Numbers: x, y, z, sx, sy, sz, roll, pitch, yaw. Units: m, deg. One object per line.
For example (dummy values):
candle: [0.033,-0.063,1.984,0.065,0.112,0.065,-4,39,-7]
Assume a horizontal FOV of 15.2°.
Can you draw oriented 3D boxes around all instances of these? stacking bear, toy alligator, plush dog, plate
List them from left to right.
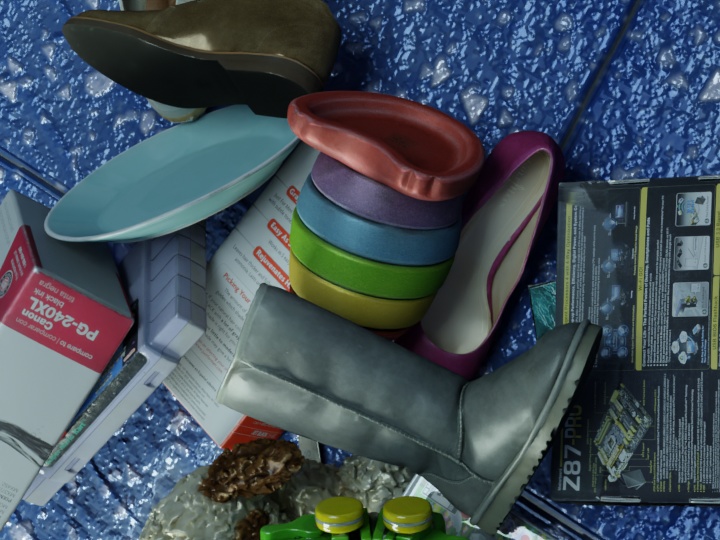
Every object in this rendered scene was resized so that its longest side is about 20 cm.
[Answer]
plate: [-0.117,-0.061,1.807,0.200,0.200,0.026,-15,111,27]
plush dog: [-0.076,0.174,1.732,0.160,0.172,0.200,32,99,30]
toy alligator: [-0.017,0.166,1.649,0.199,0.054,0.060,-1,109,7]
stacking bear: [0.000,0.000,1.694,0.121,0.114,0.201,28,115,23]

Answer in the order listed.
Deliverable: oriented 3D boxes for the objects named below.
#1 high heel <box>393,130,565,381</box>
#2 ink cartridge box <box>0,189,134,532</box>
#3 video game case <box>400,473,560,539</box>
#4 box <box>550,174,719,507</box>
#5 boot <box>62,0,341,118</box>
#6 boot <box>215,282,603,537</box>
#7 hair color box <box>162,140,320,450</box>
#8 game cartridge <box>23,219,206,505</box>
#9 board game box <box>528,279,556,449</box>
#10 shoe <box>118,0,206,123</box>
high heel: [0.075,0.005,1.714,0.067,0.096,0.200,29,90,-5]
ink cartridge box: [-0.246,0.068,1.822,0.200,0.083,0.145,-56,24,12]
video game case: [0.087,0.229,1.679,0.200,0.018,0.143,33,94,12]
box: [0.196,0.044,1.635,0.161,0.049,0.201,-3,82,29]
boot: [-0.104,-0.155,1.809,0.199,0.074,0.076,11,63,24]
boot: [0.027,0.058,1.623,0.200,0.073,0.182,32,123,5]
hair color box: [-0.049,0.015,1.808,0.102,0.061,0.200,46,106,28]
game cartridge: [-0.172,0.056,1.830,0.200,0.038,0.130,-46,25,30]
board game box: [0.205,0.052,1.673,0.199,0.028,0.136,-15,74,28]
shoe: [-0.135,-0.205,1.894,0.070,0.053,0.201,-14,70,26]
